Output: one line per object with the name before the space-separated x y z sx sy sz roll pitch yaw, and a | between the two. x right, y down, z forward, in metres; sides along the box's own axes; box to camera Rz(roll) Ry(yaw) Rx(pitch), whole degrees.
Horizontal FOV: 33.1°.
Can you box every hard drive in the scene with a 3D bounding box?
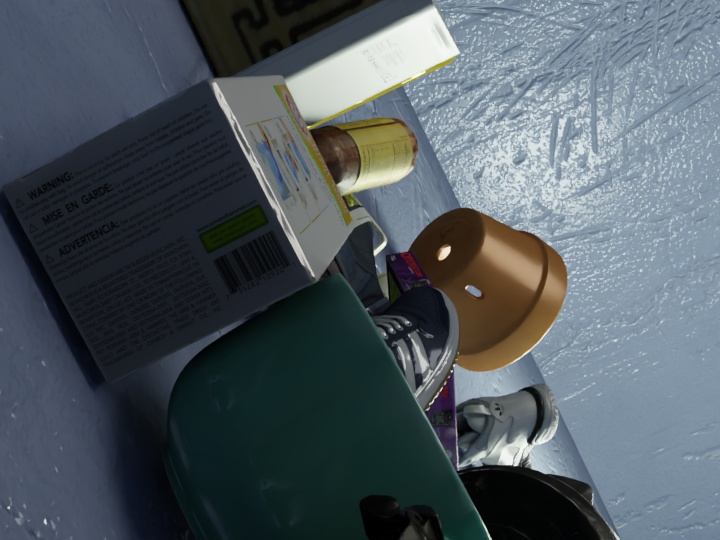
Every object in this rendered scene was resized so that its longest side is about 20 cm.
hard drive | -0.026 -0.153 0.949 0.027 0.200 0.132 67 10 11

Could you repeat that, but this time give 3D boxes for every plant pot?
plant pot | 0.148 0.013 1.576 0.140 0.200 0.200 38 24 -32

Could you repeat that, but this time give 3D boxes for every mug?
mug | -0.021 0.096 0.558 0.152 0.114 0.185 62 -3 -11

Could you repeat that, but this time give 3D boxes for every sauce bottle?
sauce bottle | -0.024 -0.097 1.062 0.200 0.066 0.066 -16 81 -53

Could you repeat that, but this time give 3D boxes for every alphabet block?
alphabet block | -0.041 -0.246 1.116 0.200 0.196 0.195 65 11 -6

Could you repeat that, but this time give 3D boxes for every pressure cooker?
pressure cooker | 0.108 0.230 0.818 0.179 0.176 0.200 59 4 30

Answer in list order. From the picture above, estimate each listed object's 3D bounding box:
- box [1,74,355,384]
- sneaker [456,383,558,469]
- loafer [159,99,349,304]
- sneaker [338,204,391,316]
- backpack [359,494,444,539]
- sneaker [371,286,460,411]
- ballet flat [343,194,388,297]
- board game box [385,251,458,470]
box | -0.080 -0.032 0.623 0.102 0.112 0.200 63 10 -6
sneaker | 0.147 0.203 1.407 0.200 0.115 0.075 108 -28 -49
loafer | -0.078 -0.022 0.795 0.200 0.072 0.063 52 35 -32
sneaker | -0.006 0.026 0.969 0.146 0.077 0.202 61 13 -1
backpack | -0.010 0.180 0.379 0.200 0.154 0.191 62 0 17
sneaker | -0.001 0.054 0.801 0.109 0.070 0.200 56 42 -27
ballet flat | 0.000 0.000 1.112 0.067 0.067 0.200 41 26 -73
board game box | 0.052 0.099 1.006 0.120 0.032 0.200 -108 -168 -61
